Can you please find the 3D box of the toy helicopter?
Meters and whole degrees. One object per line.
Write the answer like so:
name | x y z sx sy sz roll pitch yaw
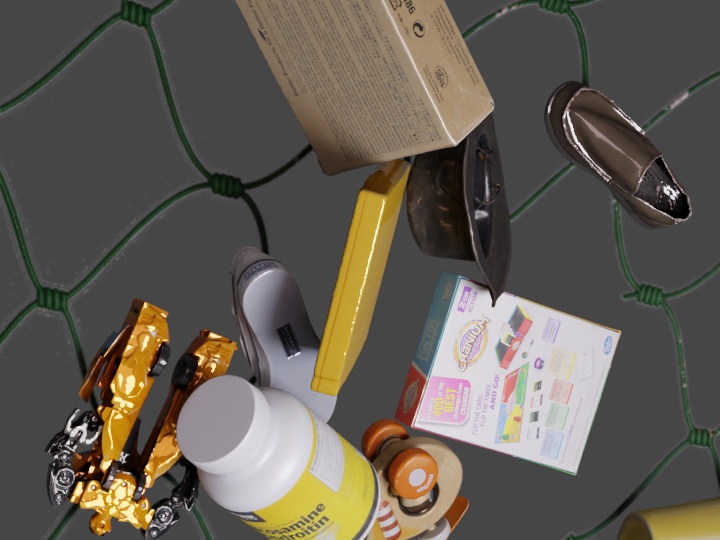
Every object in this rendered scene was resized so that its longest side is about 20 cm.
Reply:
toy helicopter | 0.028 0.251 1.413 0.132 0.079 0.201 34 93 -33

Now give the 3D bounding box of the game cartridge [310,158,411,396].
game cartridge | 0.000 0.000 1.278 0.032 0.200 0.178 16 103 5

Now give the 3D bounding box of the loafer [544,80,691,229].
loafer | 0.264 -0.115 1.462 0.200 0.071 0.073 39 80 -24

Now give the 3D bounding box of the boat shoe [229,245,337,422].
boat shoe | -0.071 0.063 1.333 0.073 0.065 0.201 -21 127 -16

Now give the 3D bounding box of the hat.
hat | 0.085 -0.063 1.367 0.080 0.201 0.202 -5 101 13

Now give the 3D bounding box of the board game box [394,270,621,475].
board game box | 0.147 0.102 1.454 0.199 0.040 0.154 19 89 -26

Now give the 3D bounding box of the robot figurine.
robot figurine | -0.192 0.135 1.292 0.144 0.058 0.201 26 85 -25

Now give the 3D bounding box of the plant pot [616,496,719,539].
plant pot | 0.367 0.315 1.510 0.187 0.201 0.203 4 95 -11

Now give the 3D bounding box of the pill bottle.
pill bottle | -0.073 0.170 1.287 0.112 0.112 0.200 -55 138 -9

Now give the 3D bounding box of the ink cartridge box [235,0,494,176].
ink cartridge box | -0.001 -0.195 1.274 0.075 0.164 0.201 -44 114 -38
